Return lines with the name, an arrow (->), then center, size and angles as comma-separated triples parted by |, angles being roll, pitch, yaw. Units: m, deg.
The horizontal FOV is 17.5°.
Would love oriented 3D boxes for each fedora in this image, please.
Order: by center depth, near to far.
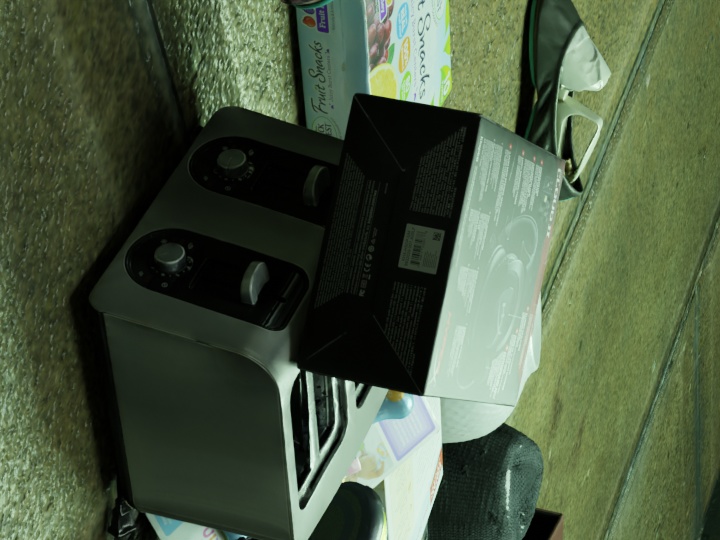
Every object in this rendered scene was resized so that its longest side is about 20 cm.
fedora -> 0.097, 0.183, 1.942 | 0.201, 0.092, 0.201 | 14, 90, -72

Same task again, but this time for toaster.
toaster -> -0.062, 0.041, 1.308 | 0.200, 0.119, 0.181 | 87, 25, -43

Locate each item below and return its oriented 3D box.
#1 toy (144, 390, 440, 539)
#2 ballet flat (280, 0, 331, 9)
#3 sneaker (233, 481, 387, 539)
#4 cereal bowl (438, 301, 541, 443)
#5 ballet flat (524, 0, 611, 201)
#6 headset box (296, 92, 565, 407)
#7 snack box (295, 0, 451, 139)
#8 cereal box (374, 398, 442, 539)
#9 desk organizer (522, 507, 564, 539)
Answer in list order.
toy -> -0.028, 0.123, 1.423 | 0.200, 0.047, 0.115 | -42, 128, -24
ballet flat -> -0.008, -0.235, 1.376 | 0.200, 0.069, 0.071 | -60, 137, -41
sneaker -> -0.073, 0.183, 1.341 | 0.200, 0.074, 0.081 | -35, 139, -9
cereal bowl -> 0.090, 0.028, 1.744 | 0.200, 0.083, 0.200 | -1, 90, -81
ballet flat -> 0.175, -0.150, 1.981 | 0.068, 0.068, 0.200 | -50, 148, -54
headset box -> 0.046, -0.006, 1.283 | 0.200, 0.077, 0.149 | 13, 89, -72
snack box -> 0.010, -0.156, 1.493 | 0.200, 0.053, 0.142 | 86, 23, -44
cereal box -> 0.021, 0.117, 1.607 | 0.144, 0.039, 0.200 | -67, 161, -47
desk organizer -> 0.128, 0.305, 2.172 | 0.200, 0.072, 0.077 | -53, 149, -52
